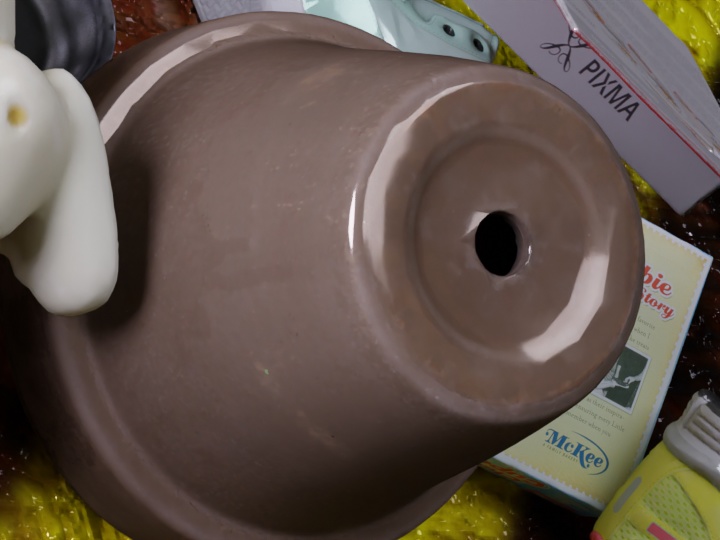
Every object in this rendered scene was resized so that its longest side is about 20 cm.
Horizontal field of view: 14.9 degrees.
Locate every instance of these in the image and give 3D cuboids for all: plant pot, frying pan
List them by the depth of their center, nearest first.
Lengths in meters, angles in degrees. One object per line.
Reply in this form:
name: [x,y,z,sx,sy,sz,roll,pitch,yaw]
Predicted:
plant pot: [0.000,0.000,0.926,0.199,0.174,0.202,4,82,-29]
frying pan: [-0.177,-0.113,0.998,0.189,0.031,0.115,21,46,-21]

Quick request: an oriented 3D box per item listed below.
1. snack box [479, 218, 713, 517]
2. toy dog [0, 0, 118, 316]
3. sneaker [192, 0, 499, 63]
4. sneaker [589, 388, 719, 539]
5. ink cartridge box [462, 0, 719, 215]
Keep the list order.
snack box: [0.039,0.007,1.077,0.199,0.037,0.117,28,77,-27]
toy dog: [-0.182,-0.038,0.819,0.139,0.195,0.200,25,32,29]
sneaker: [-0.006,-0.119,1.145,0.118,0.074,0.202,3,68,-35]
sneaker: [0.158,0.140,1.112,0.200,0.090,0.078,51,-3,-26]
ink cartridge box: [0.102,-0.088,1.172,0.200,0.045,0.177,40,19,-39]
